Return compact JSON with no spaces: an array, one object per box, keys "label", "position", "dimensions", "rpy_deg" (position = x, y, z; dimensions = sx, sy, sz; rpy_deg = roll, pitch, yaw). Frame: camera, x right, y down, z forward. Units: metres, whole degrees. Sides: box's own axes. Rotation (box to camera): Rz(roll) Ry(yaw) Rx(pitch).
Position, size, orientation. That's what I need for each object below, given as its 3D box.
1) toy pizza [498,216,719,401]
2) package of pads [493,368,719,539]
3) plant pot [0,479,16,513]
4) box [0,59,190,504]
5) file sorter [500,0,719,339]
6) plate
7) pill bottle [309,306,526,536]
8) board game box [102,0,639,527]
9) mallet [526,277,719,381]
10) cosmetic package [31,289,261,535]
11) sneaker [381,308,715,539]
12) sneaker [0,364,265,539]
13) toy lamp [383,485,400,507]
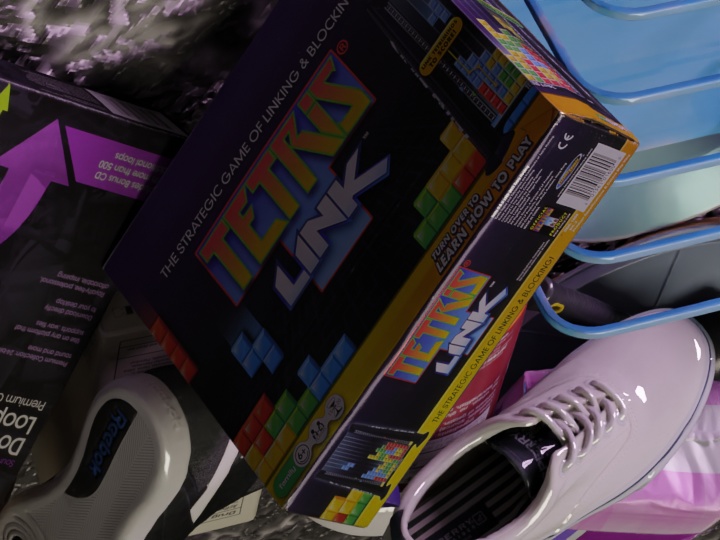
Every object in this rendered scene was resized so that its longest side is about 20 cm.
[{"label":"toy pizza","position":[0.143,0.028,1.585],"dimensions":[0.199,0.032,0.200],"rpy_deg":[-17,151,-10]},{"label":"package of pads","position":[0.116,0.110,1.549],"dimensions":[0.120,0.076,0.200],"rpy_deg":[7,160,-10]},{"label":"plant pot","position":[-0.235,0.104,1.379],"dimensions":[0.200,0.093,0.201],"rpy_deg":[-18,151,-11]},{"label":"box","position":[-0.170,0.010,1.257],"dimensions":[0.143,0.036,0.200],"rpy_deg":[15,109,-49]},{"label":"file sorter","position":[0.130,-0.087,1.269],"dimensions":[0.138,0.123,0.200],"rpy_deg":[-13,138,-14]},{"label":"plate","position":[0.151,-0.083,1.423],"dimensions":[0.199,0.026,0.200],"rpy_deg":[-17,150,-10]},{"label":"pill bottle","position":[0.015,0.037,1.427],"dimensions":[0.114,0.114,0.200],"rpy_deg":[-13,148,-18]},{"label":"board game box","position":[-0.001,-0.025,1.216],"dimensions":[0.057,0.165,0.200],"rpy_deg":[16,115,-46]},{"label":"mallet","position":[0.125,0.034,1.497],"dimensions":[0.066,0.041,0.200],"rpy_deg":[-35,153,28]},{"label":"cosmetic package","position":[-0.094,0.049,1.409],"dimensions":[0.103,0.073,0.200],"rpy_deg":[-11,148,-19]},{"label":"sneaker","position":[0.093,0.086,1.402],"dimensions":[0.200,0.073,0.071],"rpy_deg":[-41,167,-16]},{"label":"sneaker","position":[-0.088,0.104,1.354],"dimensions":[0.112,0.073,0.200],"rpy_deg":[-17,158,-38]},{"label":"toy lamp","position":[0.000,0.000,1.291],"dimensions":[0.058,0.201,0.058],"rpy_deg":[4,172,1]}]
